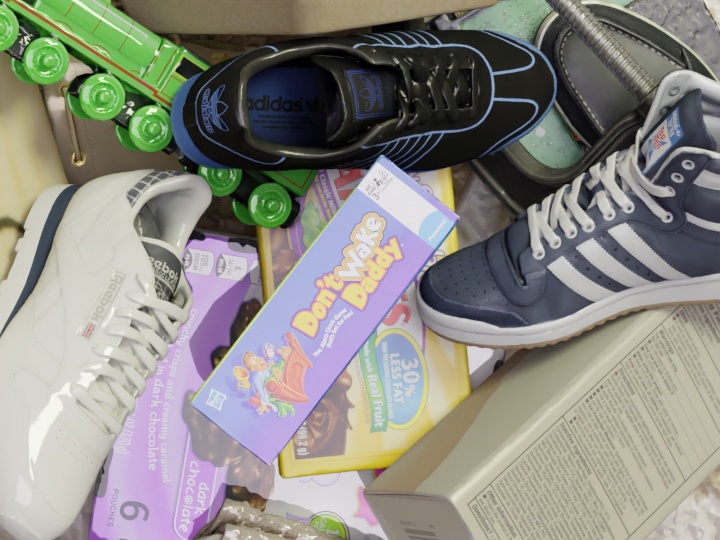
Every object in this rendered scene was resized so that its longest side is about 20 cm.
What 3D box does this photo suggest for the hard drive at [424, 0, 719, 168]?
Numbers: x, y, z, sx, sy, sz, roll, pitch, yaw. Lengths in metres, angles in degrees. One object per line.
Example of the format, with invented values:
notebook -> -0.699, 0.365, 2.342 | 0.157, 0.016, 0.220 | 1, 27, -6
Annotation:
hard drive -> 0.138, -0.077, 1.375 | 0.139, 0.038, 0.201 | -31, 94, -2

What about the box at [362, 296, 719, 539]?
box -> 0.108, 0.087, 1.284 | 0.200, 0.078, 0.095 | -39, 109, -29

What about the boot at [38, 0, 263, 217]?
boot -> -0.116, -0.126, 1.340 | 0.155, 0.073, 0.201 | 3, 94, -3

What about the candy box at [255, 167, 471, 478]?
candy box -> 0.000, 0.000, 1.305 | 0.102, 0.026, 0.201 | -6, 89, -6

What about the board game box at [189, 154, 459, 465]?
board game box -> -0.017, 0.018, 1.191 | 0.045, 0.200, 0.135 | 38, 88, -1

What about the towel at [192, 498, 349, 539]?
towel -> -0.008, 0.191, 1.329 | 0.199, 0.035, 0.133 | 19, 134, -13

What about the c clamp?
c clamp -> 0.099, -0.110, 1.304 | 0.200, 0.027, 0.171 | 43, 127, 12

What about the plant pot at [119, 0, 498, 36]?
plant pot -> -0.029, -0.208, 1.256 | 0.199, 0.199, 0.178 | -14, 104, -43

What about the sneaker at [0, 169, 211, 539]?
sneaker -> -0.123, 0.033, 1.189 | 0.080, 0.076, 0.201 | -9, 51, 25

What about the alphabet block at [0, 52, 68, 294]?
alphabet block -> -0.257, 0.003, 1.251 | 0.196, 0.195, 0.201 | -16, 92, 26

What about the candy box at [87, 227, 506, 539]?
candy box -> -0.031, 0.072, 1.353 | 0.199, 0.072, 0.169 | 9, 91, -4

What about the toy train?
toy train -> -0.104, -0.088, 1.246 | 0.200, 0.042, 0.057 | 33, 83, -19

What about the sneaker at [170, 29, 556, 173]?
sneaker -> 0.013, -0.079, 1.232 | 0.199, 0.078, 0.071 | -10, 93, -22

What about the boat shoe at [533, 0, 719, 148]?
boat shoe -> 0.169, -0.063, 1.328 | 0.075, 0.062, 0.200 | -43, 92, 1

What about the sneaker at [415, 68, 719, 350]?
sneaker -> 0.119, -0.030, 1.242 | 0.199, 0.070, 0.109 | -10, 134, 3
